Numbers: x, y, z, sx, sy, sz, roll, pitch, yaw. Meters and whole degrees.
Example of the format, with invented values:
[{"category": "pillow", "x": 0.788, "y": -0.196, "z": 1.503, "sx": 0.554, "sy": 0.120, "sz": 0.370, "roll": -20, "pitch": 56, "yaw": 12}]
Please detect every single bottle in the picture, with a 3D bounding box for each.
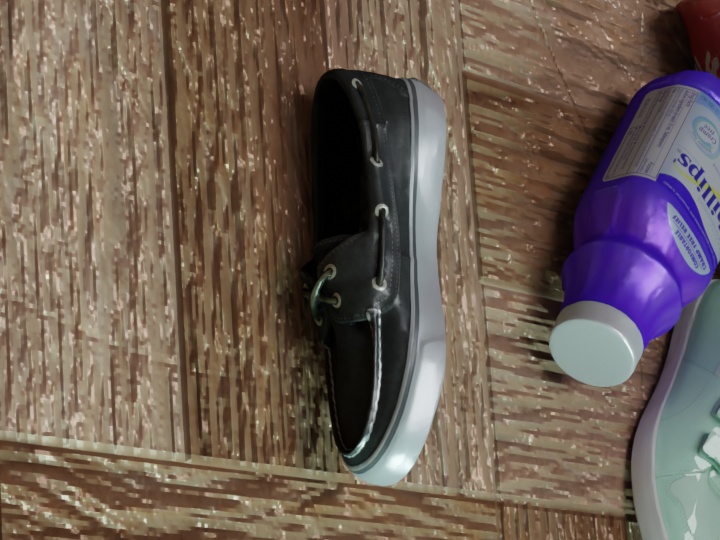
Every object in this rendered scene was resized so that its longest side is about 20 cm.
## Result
[{"category": "bottle", "x": 0.154, "y": -0.021, "z": 1.378, "sx": 0.084, "sy": 0.065, "sz": 0.200, "roll": 56, "pitch": 41, "yaw": -24}]

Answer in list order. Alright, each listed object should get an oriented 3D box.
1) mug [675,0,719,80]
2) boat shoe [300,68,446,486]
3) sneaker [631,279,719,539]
[{"category": "mug", "x": 0.279, "y": -0.071, "z": 1.503, "sx": 0.177, "sy": 0.133, "sz": 0.200, "roll": -10, "pitch": 89, "yaw": -50}, {"category": "boat shoe", "x": 0.000, "y": 0.000, "z": 1.188, "sx": 0.057, "sy": 0.069, "sz": 0.200, "roll": 16, "pitch": 63, "yaw": -27}, {"category": "sneaker", "x": 0.217, "y": 0.080, "z": 1.380, "sx": 0.074, "sy": 0.118, "sz": 0.201, "roll": 43, "pitch": 49, "yaw": -37}]
